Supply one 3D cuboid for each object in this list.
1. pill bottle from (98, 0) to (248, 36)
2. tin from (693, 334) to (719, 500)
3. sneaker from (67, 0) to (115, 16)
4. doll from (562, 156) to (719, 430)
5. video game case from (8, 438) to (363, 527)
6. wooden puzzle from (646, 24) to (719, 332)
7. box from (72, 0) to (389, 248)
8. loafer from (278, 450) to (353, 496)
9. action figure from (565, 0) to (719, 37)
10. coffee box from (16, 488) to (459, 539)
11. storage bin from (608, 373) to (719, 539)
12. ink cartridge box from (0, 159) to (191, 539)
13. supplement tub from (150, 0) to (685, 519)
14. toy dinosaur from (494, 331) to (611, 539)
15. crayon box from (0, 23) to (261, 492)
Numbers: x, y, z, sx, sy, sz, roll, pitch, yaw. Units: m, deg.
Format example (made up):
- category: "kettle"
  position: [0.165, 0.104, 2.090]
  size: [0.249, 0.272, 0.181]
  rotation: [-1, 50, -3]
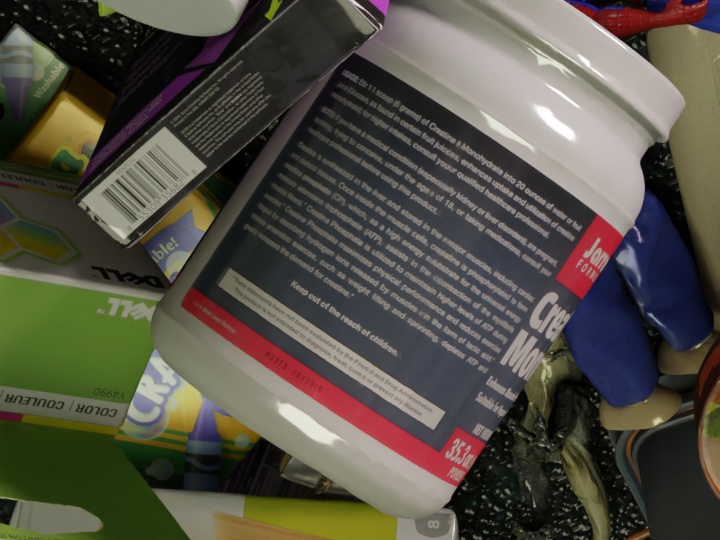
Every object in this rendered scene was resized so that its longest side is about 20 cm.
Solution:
- category: "pill bottle"
  position: [-0.048, -0.197, 1.154]
  size: [0.110, 0.200, 0.111]
  rotation: [21, 163, 7]
- category: "tin"
  position: [0.229, 0.075, 1.236]
  size: [0.200, 0.042, 0.112]
  rotation: [25, 114, -17]
- category: "sneaker"
  position: [-0.124, -0.203, 1.207]
  size: [0.072, 0.083, 0.200]
  rotation: [-20, 99, -12]
- category: "doll"
  position: [0.089, -0.025, 1.293]
  size: [0.136, 0.048, 0.200]
  rotation: [-41, 115, -23]
- category: "video game case"
  position: [-0.068, 0.108, 1.442]
  size: [0.182, 0.023, 0.200]
  rotation: [20, 121, -5]
- category: "wooden puzzle"
  position: [0.239, -0.045, 1.313]
  size: [0.199, 0.037, 0.185]
  rotation: [-10, 118, 12]
- category: "box"
  position: [-0.042, -0.106, 1.214]
  size: [0.143, 0.200, 0.036]
  rotation: [-40, 107, 23]
- category: "loafer"
  position: [0.000, 0.000, 1.294]
  size: [0.072, 0.073, 0.201]
  rotation: [1, 79, -16]
- category: "action figure"
  position: [0.138, -0.122, 1.255]
  size: [0.199, 0.066, 0.052]
  rotation: [8, 149, 12]
- category: "coffee box"
  position: [-0.060, 0.228, 1.343]
  size: [0.197, 0.200, 0.200]
  rotation: [4, 154, 4]
- category: "storage bin"
  position: [0.190, 0.155, 1.358]
  size: [0.145, 0.134, 0.200]
  rotation: [-18, 125, 18]
- category: "ink cartridge box"
  position: [-0.144, 0.030, 1.202]
  size: [0.148, 0.200, 0.076]
  rotation: [10, 114, -35]
- category: "supplement tub"
  position: [0.023, -0.017, 1.178]
  size: [0.140, 0.140, 0.200]
  rotation: [34, 90, -13]
- category: "toy dinosaur"
  position: [0.087, 0.077, 1.369]
  size: [0.047, 0.088, 0.200]
  rotation: [-4, 119, 20]
- category: "crayon box"
  position: [-0.114, 0.001, 1.347]
  size: [0.200, 0.052, 0.126]
  rotation: [37, 105, -10]
